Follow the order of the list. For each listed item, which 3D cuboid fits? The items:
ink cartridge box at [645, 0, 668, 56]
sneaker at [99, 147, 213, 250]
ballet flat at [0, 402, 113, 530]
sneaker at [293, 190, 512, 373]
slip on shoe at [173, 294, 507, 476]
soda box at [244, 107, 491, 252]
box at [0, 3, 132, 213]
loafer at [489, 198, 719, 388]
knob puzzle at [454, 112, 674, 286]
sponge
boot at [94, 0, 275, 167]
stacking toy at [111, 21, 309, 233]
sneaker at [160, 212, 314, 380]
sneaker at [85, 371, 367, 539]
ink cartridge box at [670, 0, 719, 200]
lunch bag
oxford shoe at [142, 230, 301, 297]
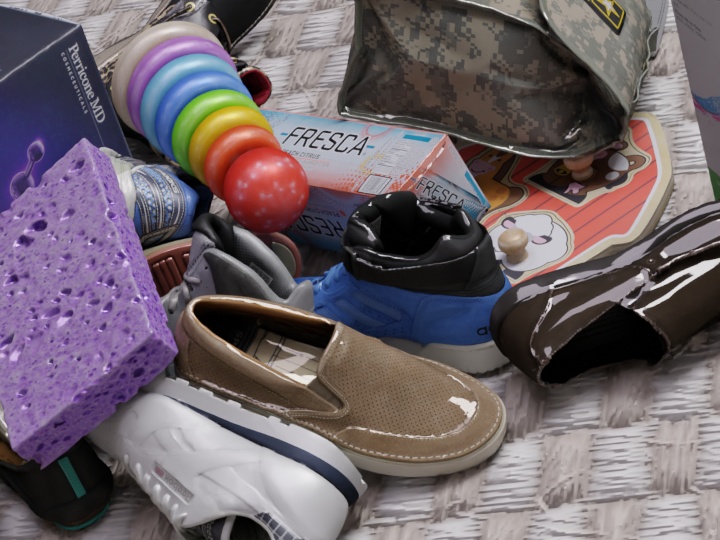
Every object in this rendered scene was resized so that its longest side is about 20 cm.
[{"bbox_3d":[0.125,-0.247,1.637,0.145,0.200,0.083,-6,35,20],"label":"ink cartridge box"},{"bbox_3d":[-0.145,-0.040,1.575,0.085,0.077,0.200,6,5,-7],"label":"sneaker"},{"bbox_3d":[-0.217,0.092,1.441,0.068,0.069,0.200,-37,37,-22],"label":"ballet flat"},{"bbox_3d":[0.001,-0.001,1.423,0.200,0.111,0.077,6,39,34],"label":"sneaker"},{"bbox_3d":[-0.012,0.060,1.333,0.200,0.061,0.076,18,53,11],"label":"slip on shoe"},{"bbox_3d":[-0.011,-0.056,1.526,0.200,0.068,0.064,13,55,48],"label":"soda box"},{"bbox_3d":[-0.274,-0.074,1.640,0.104,0.148,0.200,18,48,43],"label":"box"},{"bbox_3d":[0.178,0.023,1.348,0.200,0.073,0.071,-23,42,4],"label":"loafer"},{"bbox_3d":[0.117,-0.058,1.522,0.219,0.031,0.220,-14,33,9],"label":"knob puzzle"},{"bbox_3d":[-0.179,0.017,1.401,0.112,0.030,0.200,-39,40,12],"label":"sponge"},{"bbox_3d":[-0.114,-0.156,1.745,0.200,0.073,0.151,-37,35,-18],"label":"boot"},{"bbox_3d":[-0.091,-0.089,1.508,0.085,0.086,0.200,-28,38,-13],"label":"stacking toy"},{"bbox_3d":[-0.117,0.016,1.421,0.199,0.116,0.075,6,22,12],"label":"sneaker"},{"bbox_3d":[-0.094,0.117,1.332,0.200,0.076,0.081,15,66,37],"label":"sneaker"},{"bbox_3d":[0.276,-0.122,1.377,0.145,0.200,0.088,-26,34,-10],"label":"ink cartridge box"},{"bbox_3d":[0.099,-0.160,1.547,0.199,0.118,0.164,13,32,5],"label":"lunch bag"},{"bbox_3d":[-0.137,0.008,1.524,0.199,0.071,0.074,-16,26,2],"label":"oxford shoe"}]
